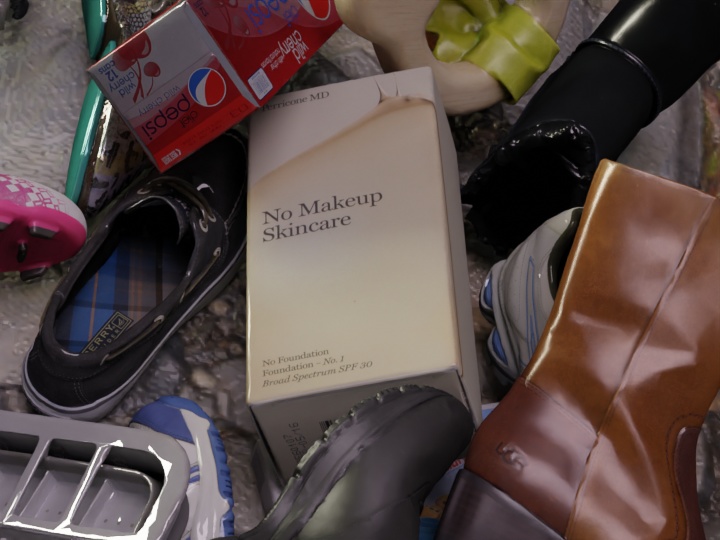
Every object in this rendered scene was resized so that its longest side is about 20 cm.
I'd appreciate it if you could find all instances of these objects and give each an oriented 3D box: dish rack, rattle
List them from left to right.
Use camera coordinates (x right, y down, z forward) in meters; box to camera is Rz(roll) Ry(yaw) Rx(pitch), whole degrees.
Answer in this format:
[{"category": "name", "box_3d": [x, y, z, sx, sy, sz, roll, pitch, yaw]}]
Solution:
[{"category": "dish rack", "box_3d": [-0.165, 0.153, 0.797, 0.171, 0.044, 0.201, 4, 51, 32]}, {"category": "rattle", "box_3d": [0.013, -0.169, 1.008, 0.199, 0.131, 0.143, 9, 35, -40]}]

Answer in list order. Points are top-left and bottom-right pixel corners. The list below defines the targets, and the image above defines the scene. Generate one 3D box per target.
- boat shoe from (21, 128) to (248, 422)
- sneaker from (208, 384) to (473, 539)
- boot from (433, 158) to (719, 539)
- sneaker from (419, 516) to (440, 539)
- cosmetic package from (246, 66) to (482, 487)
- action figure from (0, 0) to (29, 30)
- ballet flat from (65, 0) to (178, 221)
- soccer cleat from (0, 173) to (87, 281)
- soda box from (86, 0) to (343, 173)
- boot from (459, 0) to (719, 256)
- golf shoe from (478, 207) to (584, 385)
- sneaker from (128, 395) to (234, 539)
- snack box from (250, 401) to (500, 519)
[{"category": "boat shoe", "box_3d": [-0.104, -0.012, 0.955, 0.070, 0.066, 0.200, 32, 54, 7]}, {"category": "sneaker", "box_3d": [-0.009, 0.128, 0.798, 0.091, 0.076, 0.200, 36, 56, 18]}, {"category": "boot", "box_3d": [0.154, 0.073, 0.869, 0.187, 0.069, 0.201, 26, 80, 7]}, {"category": "sneaker", "box_3d": [0.007, 0.189, 0.845, 0.076, 0.081, 0.200, 31, 43, 8]}, {"category": "cosmetic package", "box_3d": [0.000, 0.000, 0.937, 0.103, 0.073, 0.201, -11, 48, 8]}, {"category": "action figure", "box_3d": [-0.222, -0.161, 1.004, 0.118, 0.102, 0.201, 17, 56, 5]}, {"category": "ballet flat", "box_3d": [-0.117, -0.107, 1.012, 0.071, 0.072, 0.201, 6, 51, -12]}, {"category": "soccer cleat", "box_3d": [-0.233, -0.045, 0.934, 0.198, 0.070, 0.087, 2, 60, -10]}, {"category": "soda box", "box_3d": [-0.063, -0.122, 0.982, 0.064, 0.070, 0.200, 54, 26, -10]}, {"category": "boot", "box_3d": [0.137, -0.100, 1.008, 0.073, 0.198, 0.162, 42, 46, 2]}, {"category": "golf shoe", "box_3d": [0.116, 0.063, 0.918, 0.078, 0.097, 0.201, -9, 62, -24]}, {"category": "sneaker", "box_3d": [-0.102, 0.144, 0.845, 0.087, 0.075, 0.201, 3, 55, -14]}, {"category": "snack box", "box_3d": [0.049, 0.105, 0.945, 0.199, 0.024, 0.072, -7, 58, -20]}]
